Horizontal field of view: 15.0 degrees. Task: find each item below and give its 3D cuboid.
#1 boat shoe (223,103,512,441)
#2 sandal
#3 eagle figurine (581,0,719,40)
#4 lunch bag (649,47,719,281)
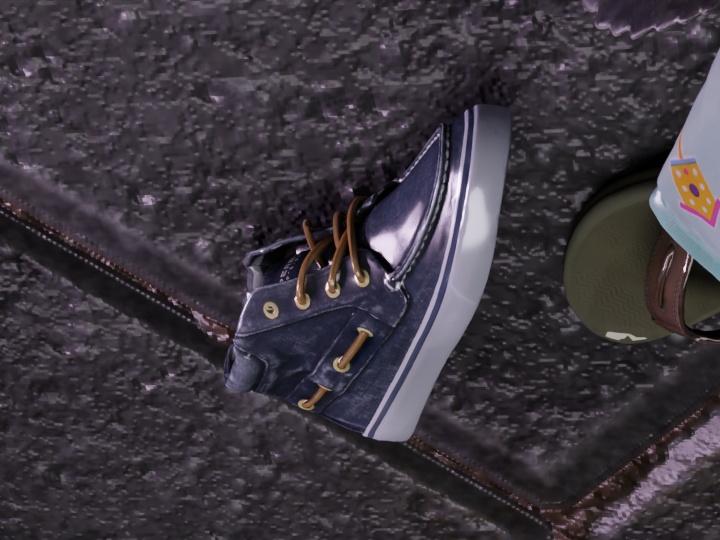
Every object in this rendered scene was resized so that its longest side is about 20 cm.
[{"bbox_3d":[0.000,0.000,1.145,0.090,0.071,0.201,13,139,-7],"label":"boat shoe"},{"bbox_3d":[0.148,-0.004,1.099,0.080,0.058,0.201,34,151,-22],"label":"sandal"},{"bbox_3d":[0.168,-0.168,0.904,0.151,0.151,0.201,6,126,-10],"label":"eagle figurine"},{"bbox_3d":[0.213,-0.065,0.863,0.199,0.122,0.171,-23,155,-25],"label":"lunch bag"}]
